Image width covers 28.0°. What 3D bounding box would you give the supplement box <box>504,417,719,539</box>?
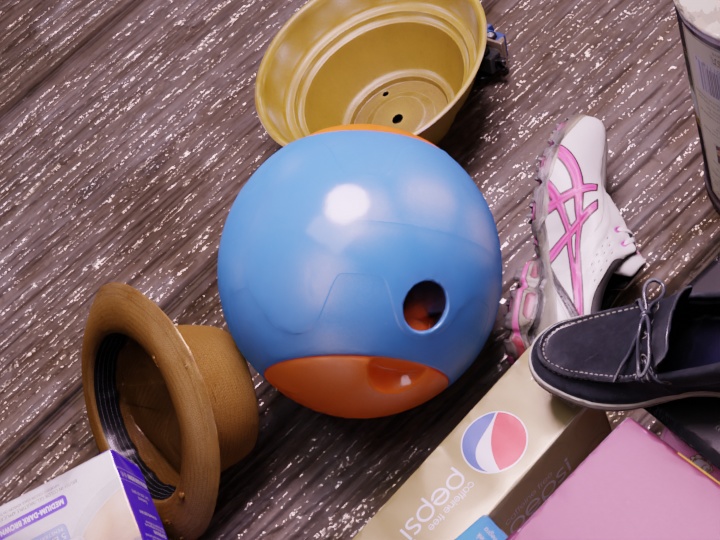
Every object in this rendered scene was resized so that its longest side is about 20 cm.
[{"bbox_3d":[0.173,0.195,0.780,0.103,0.201,0.131,-42,51,-12],"label":"supplement box"}]

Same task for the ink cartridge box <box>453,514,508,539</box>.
[{"bbox_3d":[0.031,0.253,0.849,0.199,0.117,0.068,-39,49,-10],"label":"ink cartridge box"}]

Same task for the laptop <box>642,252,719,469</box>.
[{"bbox_3d":[0.285,0.064,0.887,0.200,0.104,0.177,-42,38,-6],"label":"laptop"}]

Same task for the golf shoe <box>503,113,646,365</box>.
[{"bbox_3d":[0.163,-0.019,1.038,0.091,0.073,0.203,5,66,18],"label":"golf shoe"}]

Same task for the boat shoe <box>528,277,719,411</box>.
[{"bbox_3d":[0.185,0.042,0.854,0.198,0.062,0.075,-1,52,38],"label":"boat shoe"}]

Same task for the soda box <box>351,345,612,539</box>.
[{"bbox_3d":[0.077,0.150,0.941,0.200,0.068,0.064,-45,50,-14],"label":"soda box"}]

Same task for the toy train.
[{"bbox_3d":[0.054,-0.208,1.251,0.199,0.034,0.046,26,54,36],"label":"toy train"}]

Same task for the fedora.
[{"bbox_3d":[-0.128,0.094,1.028,0.081,0.203,0.201,-14,40,-33],"label":"fedora"}]

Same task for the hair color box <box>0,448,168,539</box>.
[{"bbox_3d":[-0.167,0.234,0.944,0.108,0.065,0.202,-27,70,2],"label":"hair color box"}]

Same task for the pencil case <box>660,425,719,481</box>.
[{"bbox_3d":[0.276,0.132,0.866,0.198,0.088,0.082,17,19,32],"label":"pencil case"}]

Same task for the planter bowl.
[{"bbox_3d":[0.019,-0.146,1.179,0.198,0.084,0.203,-13,51,16],"label":"planter bowl"}]

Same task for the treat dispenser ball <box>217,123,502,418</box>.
[{"bbox_3d":[0.000,0.000,1.000,0.198,0.202,0.203,-11,51,14],"label":"treat dispenser ball"}]

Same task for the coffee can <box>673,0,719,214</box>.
[{"bbox_3d":[0.296,-0.136,0.981,0.144,0.201,0.148,-11,51,14],"label":"coffee can"}]
